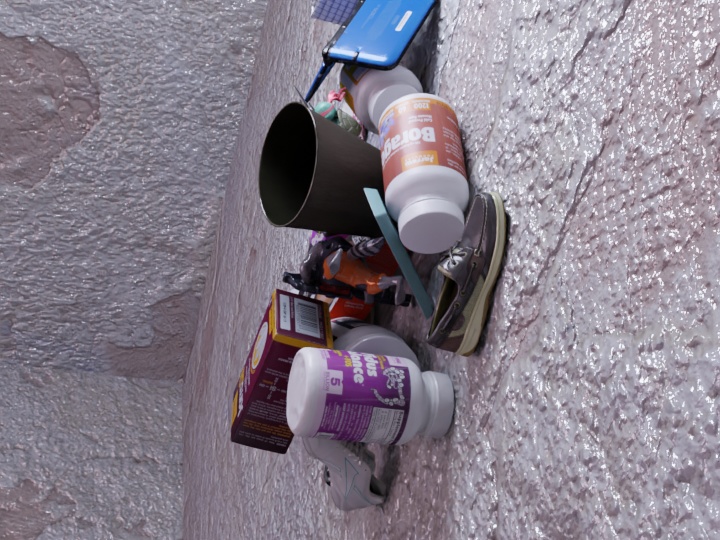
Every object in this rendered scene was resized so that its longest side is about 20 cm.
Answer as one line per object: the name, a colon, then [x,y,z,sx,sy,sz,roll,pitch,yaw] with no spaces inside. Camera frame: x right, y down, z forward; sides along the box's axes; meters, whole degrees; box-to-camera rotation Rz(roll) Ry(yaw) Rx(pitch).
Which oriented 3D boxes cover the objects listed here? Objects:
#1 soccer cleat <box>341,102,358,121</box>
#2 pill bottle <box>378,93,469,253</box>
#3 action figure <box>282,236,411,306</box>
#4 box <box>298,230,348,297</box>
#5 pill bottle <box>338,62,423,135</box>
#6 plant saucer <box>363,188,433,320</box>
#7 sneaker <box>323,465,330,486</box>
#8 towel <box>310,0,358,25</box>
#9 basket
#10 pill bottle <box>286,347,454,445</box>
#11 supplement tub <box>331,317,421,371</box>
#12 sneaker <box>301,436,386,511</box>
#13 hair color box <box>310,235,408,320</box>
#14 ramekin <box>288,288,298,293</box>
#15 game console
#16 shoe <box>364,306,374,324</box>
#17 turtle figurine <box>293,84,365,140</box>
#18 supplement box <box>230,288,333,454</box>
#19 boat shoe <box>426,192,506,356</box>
soccer cleat: [-0.035,-0.249,1.758,0.070,0.085,0.203,-174,92,-74]
pill bottle: [0.085,-0.127,1.247,0.113,0.111,0.202,118,154,-49]
action figure: [0.002,-0.003,1.329,0.193,0.198,0.106,-159,80,-66]
box: [-0.044,0.010,1.588,0.036,0.142,0.202,27,114,31]
pill bottle: [0.036,-0.276,1.482,0.200,0.110,0.112,-116,38,-62]
plant saucer: [0.054,-0.022,1.262,0.201,0.019,0.070,60,-174,-39]
sneaker: [-0.036,0.251,1.516,0.071,0.082,0.202,23,106,53]
towel: [0.017,-0.491,1.563,0.200,0.164,0.086,123,156,-55]
basket: [-0.025,-0.123,1.320,0.136,0.199,0.182,-29,57,42]
pill bottle: [0.013,0.162,1.195,0.112,0.198,0.114,-172,90,-73]
supplement tub: [-0.001,0.145,1.356,0.200,0.139,0.142,-170,88,-74]
sneaker: [-0.021,0.264,1.363,0.202,0.079,0.071,64,-148,-27]
hair color box: [0.000,0.000,1.470,0.201,0.061,0.102,-58,24,17]
ramekin: [-0.103,0.125,1.796,0.202,0.093,0.205,-172,90,-73]
game console: [0.017,-0.349,1.472,0.119,0.169,0.201,78,-147,-49]
shoe: [-0.001,0.079,1.562,0.069,0.053,0.203,7,92,32]
turtle figurine: [-0.036,-0.188,1.425,0.100,0.200,0.151,-18,37,29]
supplement box: [-0.113,0.143,1.326,0.111,0.085,0.201,-99,29,-57]
boat shoe: [0.125,0.003,1.129,0.073,0.064,0.202,-153,73,-74]
